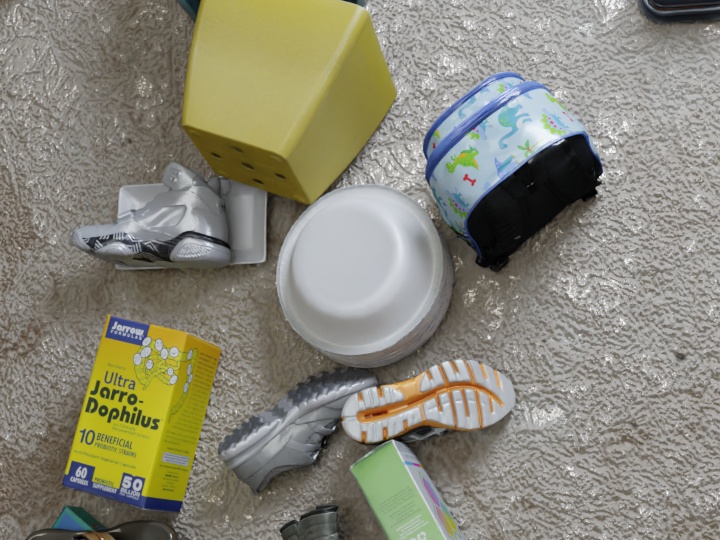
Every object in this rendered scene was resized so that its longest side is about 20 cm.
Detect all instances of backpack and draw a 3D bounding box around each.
[{"bbox_3d":[0.154,-0.119,1.369,0.182,0.200,0.148,-38,71,5],"label":"backpack"}]

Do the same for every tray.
[{"bbox_3d":[-0.204,-0.056,1.549,0.197,0.022,0.109,-3,78,15],"label":"tray"}]

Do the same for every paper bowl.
[{"bbox_3d":[0.000,0.000,1.430,0.197,0.104,0.204,-5,71,16],"label":"paper bowl"}]

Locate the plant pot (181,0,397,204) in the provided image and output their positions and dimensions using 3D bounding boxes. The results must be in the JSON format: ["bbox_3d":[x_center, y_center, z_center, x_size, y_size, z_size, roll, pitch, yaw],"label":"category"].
[{"bbox_3d":[-0.094,-0.195,1.440,0.197,0.200,0.178,18,74,18],"label":"plant pot"}]

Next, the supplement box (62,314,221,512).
[{"bbox_3d":[-0.251,0.167,1.467,0.107,0.109,0.203,10,81,17],"label":"supplement box"}]

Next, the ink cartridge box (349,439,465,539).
[{"bbox_3d":[0.070,0.285,1.355,0.059,0.104,0.202,-32,72,7],"label":"ink cartridge box"}]

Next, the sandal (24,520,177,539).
[{"bbox_3d":[-0.302,0.321,1.430,0.197,0.055,0.083,0,77,15],"label":"sandal"}]

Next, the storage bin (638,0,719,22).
[{"bbox_3d":[0.376,-0.396,1.398,0.143,0.134,0.204,0,79,16],"label":"storage bin"}]

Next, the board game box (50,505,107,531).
[{"bbox_3d":[-0.338,0.402,1.474,0.151,0.045,0.201,34,88,20],"label":"board game box"}]

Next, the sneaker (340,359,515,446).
[{"bbox_3d":[0.074,0.151,1.403,0.197,0.077,0.079,-8,71,-5],"label":"sneaker"}]

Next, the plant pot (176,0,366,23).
[{"bbox_3d":[-0.129,-0.410,1.524,0.194,0.196,0.203,-20,66,10],"label":"plant pot"}]

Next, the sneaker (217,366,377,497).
[{"bbox_3d":[-0.062,0.181,1.446,0.198,0.075,0.083,-31,107,2],"label":"sneaker"}]

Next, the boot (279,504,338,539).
[{"bbox_3d":[-0.024,0.313,1.352,0.199,0.067,0.133,-26,71,49],"label":"boot"}]

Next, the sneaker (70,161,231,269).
[{"bbox_3d":[-0.245,-0.066,1.514,0.196,0.075,0.117,4,78,11],"label":"sneaker"}]
